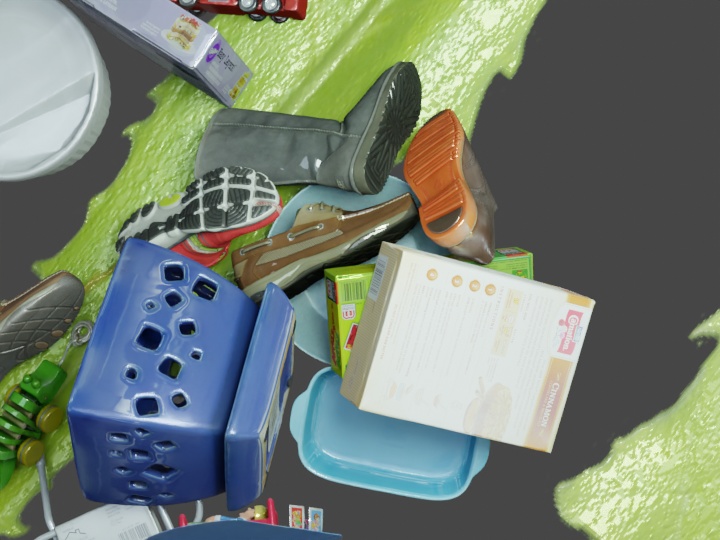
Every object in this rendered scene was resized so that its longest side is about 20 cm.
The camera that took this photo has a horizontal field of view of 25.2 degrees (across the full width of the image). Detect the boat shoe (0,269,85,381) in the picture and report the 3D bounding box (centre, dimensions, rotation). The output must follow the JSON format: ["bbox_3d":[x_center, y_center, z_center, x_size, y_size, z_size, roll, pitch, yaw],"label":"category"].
[{"bbox_3d":[-0.376,0.061,1.677,0.200,0.076,0.072,-38,56,4],"label":"boat shoe"}]

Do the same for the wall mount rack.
[{"bbox_3d":[-0.257,0.243,1.648,0.200,0.075,0.174,-25,85,6],"label":"wall mount rack"}]

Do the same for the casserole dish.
[{"bbox_3d":[0.030,0.159,1.609,0.200,0.039,0.121,10,100,4],"label":"casserole dish"}]

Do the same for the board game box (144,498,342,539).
[{"bbox_3d":[-0.121,0.251,1.567,0.158,0.200,0.039,-26,59,40],"label":"board game box"}]

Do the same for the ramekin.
[{"bbox_3d":[-0.354,-0.187,1.686,0.202,0.094,0.203,-1,84,9],"label":"ramekin"}]

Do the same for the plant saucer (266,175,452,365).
[{"bbox_3d":[0.000,0.000,1.641,0.201,0.039,0.201,-1,84,8],"label":"plant saucer"}]

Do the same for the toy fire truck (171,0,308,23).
[{"bbox_3d":[-0.098,-0.333,1.680,0.200,0.049,0.141,6,86,10],"label":"toy fire truck"}]

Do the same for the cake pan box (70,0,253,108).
[{"bbox_3d":[-0.216,-0.249,1.624,0.200,0.184,0.052,32,86,11],"label":"cake pan box"}]

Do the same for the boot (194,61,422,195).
[{"bbox_3d":[-0.053,-0.147,1.647,0.200,0.073,0.182,3,47,32],"label":"boot"}]

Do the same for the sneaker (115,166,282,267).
[{"bbox_3d":[-0.153,-0.044,1.632,0.200,0.085,0.077,-15,51,32],"label":"sneaker"}]

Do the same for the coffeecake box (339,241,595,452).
[{"bbox_3d":[0.101,0.073,1.523,0.200,0.073,0.154,15,95,-17],"label":"coffeecake box"}]

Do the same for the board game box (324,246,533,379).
[{"bbox_3d":[0.069,0.040,1.573,0.200,0.048,0.102,-7,101,-14],"label":"board game box"}]

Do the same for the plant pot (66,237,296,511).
[{"bbox_3d":[-0.164,0.113,1.556,0.180,0.200,0.200,11,58,3],"label":"plant pot"}]

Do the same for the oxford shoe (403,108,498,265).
[{"bbox_3d":[0.093,-0.081,1.593,0.071,0.073,0.200,-33,37,25],"label":"oxford shoe"}]

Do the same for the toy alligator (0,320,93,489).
[{"bbox_3d":[-0.342,0.134,1.670,0.059,0.054,0.200,27,87,25],"label":"toy alligator"}]

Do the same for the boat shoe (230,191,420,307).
[{"bbox_3d":[-0.040,-0.033,1.594,0.200,0.076,0.074,-26,78,5],"label":"boat shoe"}]
